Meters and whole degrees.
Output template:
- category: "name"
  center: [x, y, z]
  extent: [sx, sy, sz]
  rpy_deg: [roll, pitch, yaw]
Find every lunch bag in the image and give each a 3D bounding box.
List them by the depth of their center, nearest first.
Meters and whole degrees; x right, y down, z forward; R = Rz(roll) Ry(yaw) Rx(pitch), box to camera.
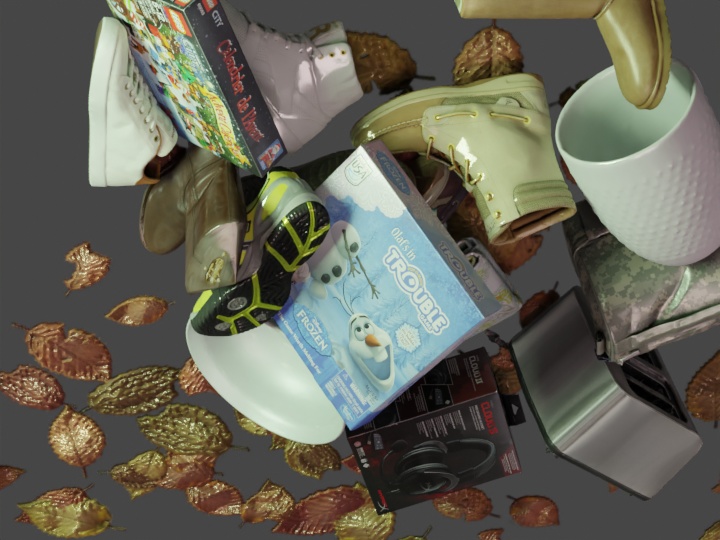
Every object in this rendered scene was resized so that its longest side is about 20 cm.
- category: "lunch bag"
  center: [0.321, -0.002, 1.842]
  extent: [0.198, 0.169, 0.140]
  rpy_deg: [-19, 133, 5]

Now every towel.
- category: "towel"
  center: [0.075, 0.042, 1.861]
  extent: [0.170, 0.049, 0.200]
  rpy_deg: [-25, 157, 9]

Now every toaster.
- category: "toaster"
  center: [0.263, 0.132, 1.946]
  extent: [0.199, 0.182, 0.119]
  rpy_deg: [29, 117, -35]

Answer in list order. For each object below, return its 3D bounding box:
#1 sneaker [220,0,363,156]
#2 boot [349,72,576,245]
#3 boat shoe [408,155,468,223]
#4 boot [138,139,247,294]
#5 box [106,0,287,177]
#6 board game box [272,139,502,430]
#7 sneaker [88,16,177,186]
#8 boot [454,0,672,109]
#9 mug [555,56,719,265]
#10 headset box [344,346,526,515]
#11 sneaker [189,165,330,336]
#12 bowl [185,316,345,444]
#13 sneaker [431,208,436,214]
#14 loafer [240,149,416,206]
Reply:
- category: "sneaker"
  center: [-0.075, -0.212, 1.631]
  extent: [0.115, 0.074, 0.200]
  rpy_deg: [-36, 129, 2]
- category: "boot"
  center: [0.099, -0.098, 1.705]
  extent: [0.198, 0.157, 0.073]
  rpy_deg: [-12, 162, -6]
- category: "boat shoe"
  center: [0.041, -0.033, 1.813]
  extent: [0.064, 0.072, 0.201]
  rpy_deg: [24, 117, -27]
- category: "boot"
  center: [-0.160, -0.029, 1.675]
  extent: [0.064, 0.201, 0.187]
  rpy_deg: [14, 127, -22]
- category: "box"
  center: [-0.152, -0.186, 1.582]
  extent: [0.038, 0.136, 0.201]
  rpy_deg: [-44, 136, -20]
- category: "board game box"
  center: [0.005, 0.016, 1.679]
  extent: [0.199, 0.201, 0.043]
  rpy_deg: [-42, 168, 31]
- category: "sneaker"
  center: [-0.211, -0.156, 1.636]
  extent: [0.084, 0.073, 0.201]
  rpy_deg: [4, 142, -4]
- category: "boot"
  center: [0.181, -0.237, 1.618]
  extent: [0.198, 0.177, 0.066]
  rpy_deg: [1, 170, -17]
- category: "mug"
  center: [0.299, -0.115, 1.729]
  extent: [0.147, 0.201, 0.176]
  rpy_deg: [-3, 137, 36]
- category: "headset box"
  center: [0.090, 0.183, 2.017]
  extent: [0.198, 0.078, 0.150]
  rpy_deg: [-16, 133, 3]
- category: "sneaker"
  center: [-0.100, -0.014, 1.682]
  extent: [0.075, 0.077, 0.200]
  rpy_deg: [12, 131, -42]
- category: "bowl"
  center: [-0.079, 0.082, 1.847]
  extent: [0.200, 0.091, 0.202]
  rpy_deg: [25, 146, 18]
- category: "sneaker"
  center: [0.000, 0.000, 1.743]
  extent: [0.199, 0.082, 0.076]
  rpy_deg: [-18, 175, 42]
- category: "loafer"
  center: [-0.041, -0.068, 1.763]
  extent: [0.198, 0.076, 0.069]
  rpy_deg: [-7, 135, 5]
